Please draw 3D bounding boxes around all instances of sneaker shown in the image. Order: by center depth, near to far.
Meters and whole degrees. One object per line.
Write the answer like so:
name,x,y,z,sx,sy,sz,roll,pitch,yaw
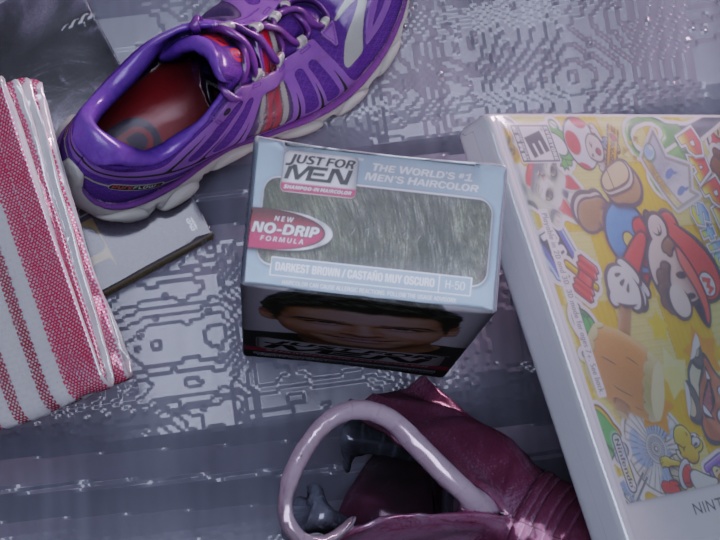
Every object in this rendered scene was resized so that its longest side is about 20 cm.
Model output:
sneaker,-0.051,-0.093,0.896,0.200,0.083,0.081,-40,87,-20

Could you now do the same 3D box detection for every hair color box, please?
hair color box,0.000,0.000,0.827,0.098,0.200,0.061,6,79,-2

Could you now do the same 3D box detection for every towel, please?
towel,-0.210,0.013,0.868,0.199,0.030,0.147,-20,84,14

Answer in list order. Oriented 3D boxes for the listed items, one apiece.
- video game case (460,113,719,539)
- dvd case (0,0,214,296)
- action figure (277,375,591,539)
video game case,0.139,0.025,0.861,0.181,0.023,0.201,-4,71,-45
dvd case,-0.191,-0.034,0.916,0.199,0.016,0.149,-29,83,-8
action figure,0.078,0.108,0.846,0.199,0.149,0.135,20,72,14
